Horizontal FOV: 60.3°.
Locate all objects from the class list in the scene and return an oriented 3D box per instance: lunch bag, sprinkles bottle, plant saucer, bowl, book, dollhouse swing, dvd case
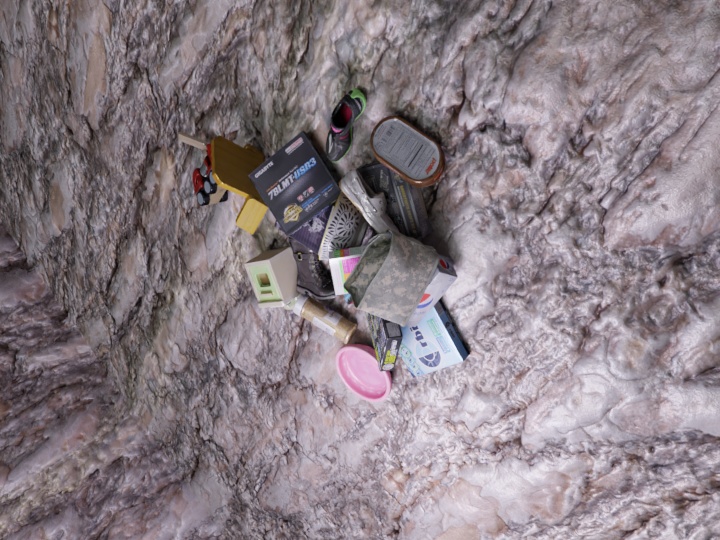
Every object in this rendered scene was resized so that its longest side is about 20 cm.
[{"bbox_3d":[0.079,0.006,1.478,0.203,0.161,0.118,-57,36,17],"label":"lunch bag"},{"bbox_3d":[-0.106,0.144,1.859,0.196,0.068,0.070,30,130,13],"label":"sprinkles bottle"},{"bbox_3d":[0.015,0.299,1.857,0.196,0.051,0.205,22,132,26],"label":"plant saucer"},{"bbox_3d":[-0.032,-0.108,1.619,0.092,0.203,0.205,20,129,2],"label":"bowl"},{"bbox_3d":[0.023,-0.010,1.571,0.193,0.049,0.136,-8,141,0],"label":"book"},{"bbox_3d":[-0.362,-0.245,1.757,0.182,0.171,0.205,-48,43,45],"label":"dollhouse swing"},{"bbox_3d":[-0.155,-0.151,1.773,0.197,0.016,0.153,31,113,26],"label":"dvd case"}]

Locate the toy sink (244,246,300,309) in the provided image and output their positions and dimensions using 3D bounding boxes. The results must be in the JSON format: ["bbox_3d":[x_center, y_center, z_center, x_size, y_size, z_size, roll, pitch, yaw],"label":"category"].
[{"bbox_3d":[-0.258,0.047,1.930,0.128,0.111,0.206,-5,110,42],"label":"toy sink"}]

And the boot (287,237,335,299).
[{"bbox_3d":[-0.132,-0.015,1.821,0.195,0.069,0.180,7,110,31],"label":"boot"}]

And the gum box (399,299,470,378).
[{"bbox_3d":[0.176,0.185,1.672,0.198,0.044,0.173,-27,93,46],"label":"gum box"}]

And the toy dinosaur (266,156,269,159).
[{"bbox_3d":[-0.218,-0.253,1.756,0.197,0.089,0.048,31,156,26],"label":"toy dinosaur"}]

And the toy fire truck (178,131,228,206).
[{"bbox_3d":[-0.487,-0.327,1.935,0.176,0.127,0.204,-41,73,46],"label":"toy fire truck"}]

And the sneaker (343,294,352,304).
[{"bbox_3d":[0.000,0.000,1.700,0.201,0.078,0.097,-50,60,32],"label":"sneaker"}]

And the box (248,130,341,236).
[{"bbox_3d":[-0.172,-0.233,1.677,0.197,0.050,0.201,-34,90,9],"label":"box"}]

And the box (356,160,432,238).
[{"bbox_3d":[0.081,-0.176,1.557,0.155,0.048,0.206,-6,108,42],"label":"box"}]

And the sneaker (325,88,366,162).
[{"bbox_3d":[-0.053,-0.360,1.550,0.076,0.083,0.203,39,132,18],"label":"sneaker"}]

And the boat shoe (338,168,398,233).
[{"bbox_3d":[0.034,-0.163,1.522,0.069,0.071,0.200,-41,97,19],"label":"boat shoe"}]

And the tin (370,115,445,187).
[{"bbox_3d":[0.108,-0.278,1.445,0.198,0.042,0.114,38,98,18],"label":"tin"}]

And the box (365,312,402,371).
[{"bbox_3d":[0.058,0.137,1.648,0.163,0.043,0.204,98,162,-51],"label":"box"}]

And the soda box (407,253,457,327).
[{"bbox_3d":[0.159,0.052,1.563,0.201,0.062,0.070,-53,38,35],"label":"soda box"}]
